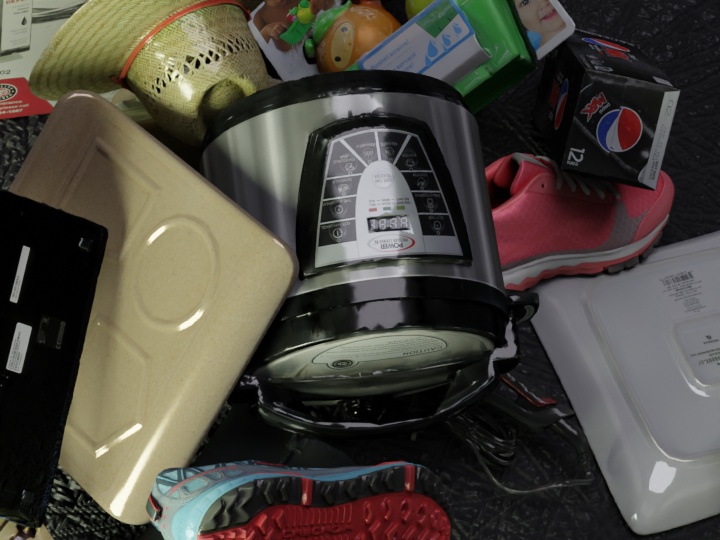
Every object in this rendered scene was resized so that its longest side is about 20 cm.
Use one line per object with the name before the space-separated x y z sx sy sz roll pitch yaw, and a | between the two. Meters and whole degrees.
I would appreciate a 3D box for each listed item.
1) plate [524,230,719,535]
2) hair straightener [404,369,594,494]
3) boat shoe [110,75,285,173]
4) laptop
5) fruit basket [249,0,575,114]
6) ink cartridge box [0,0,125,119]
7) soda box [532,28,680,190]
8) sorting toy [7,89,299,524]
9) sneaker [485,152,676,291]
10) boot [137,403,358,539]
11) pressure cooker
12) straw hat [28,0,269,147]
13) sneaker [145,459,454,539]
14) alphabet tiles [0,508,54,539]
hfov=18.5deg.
plate | 0.227 0.059 1.435 0.199 0.032 0.201 -13 59 -19
hair straightener | 0.060 0.080 1.387 0.200 0.041 0.077 37 87 10
boat shoe | -0.072 -0.102 1.436 0.199 0.072 0.065 -5 44 12
laptop | -0.264 0.035 1.223 0.199 0.103 0.178 20 74 -32
fruit basket | 0.016 -0.184 1.472 0.185 0.094 0.200 -36 83 12
ink cartridge box | -0.198 -0.191 1.410 0.146 0.200 0.083 -9 59 -17
soda box | 0.157 -0.109 1.443 0.063 0.071 0.200 12 14 -3
sorting toy | -0.141 0.019 1.275 0.200 0.186 0.036 37 12 31
sneaker | 0.124 -0.040 1.433 0.199 0.087 0.074 -21 35 -24
boot | -0.116 0.147 1.280 0.165 0.066 0.200 37 60 4
pressure cooker | 0.001 0.001 1.302 0.178 0.175 0.201 15 62 -52
straw hat | -0.100 -0.122 1.336 0.201 0.201 0.085 -27 80 -26
sneaker | -0.033 0.132 1.235 0.199 0.080 0.095 12 5 -43
alphabet tiles | -0.264 0.098 1.225 0.167 0.008 0.200 -29 73 -27
